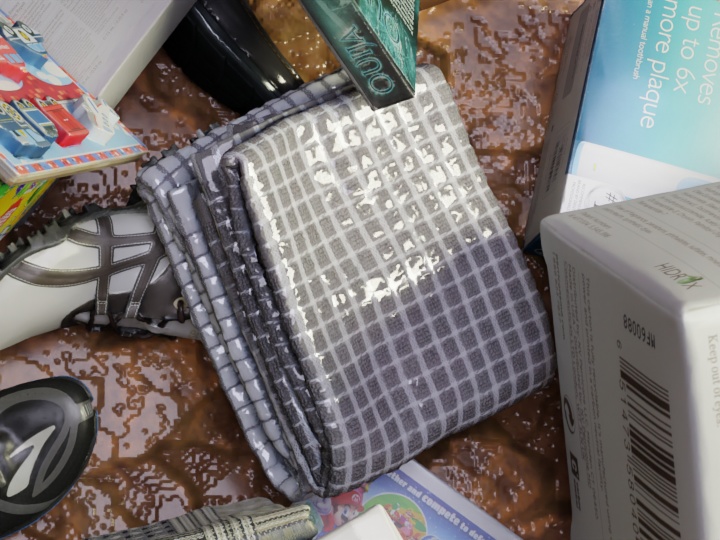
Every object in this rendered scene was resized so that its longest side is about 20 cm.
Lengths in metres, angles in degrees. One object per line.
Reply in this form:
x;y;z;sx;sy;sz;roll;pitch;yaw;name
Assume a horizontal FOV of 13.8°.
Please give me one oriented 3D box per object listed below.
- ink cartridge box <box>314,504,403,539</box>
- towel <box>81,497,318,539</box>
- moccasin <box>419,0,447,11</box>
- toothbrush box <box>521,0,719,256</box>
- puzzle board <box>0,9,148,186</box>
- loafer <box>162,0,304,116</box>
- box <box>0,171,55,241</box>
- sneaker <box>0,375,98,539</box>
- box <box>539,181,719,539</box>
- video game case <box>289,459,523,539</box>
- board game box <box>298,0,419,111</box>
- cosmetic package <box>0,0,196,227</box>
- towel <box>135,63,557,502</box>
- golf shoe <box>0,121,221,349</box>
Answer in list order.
-0.070;0.186;1.445;0.176;0.200;0.045;-30;85;-15;ink cartridge box
-0.121;0.140;1.461;0.192;0.200;0.035;-15;87;-7;towel
0.100;-0.211;1.642;0.201;0.078;0.074;-21;83;-14;moccasin
0.205;-0.061;1.628;0.200;0.085;0.147;16;77;-8;toothbrush box
-0.183;-0.103;1.426;0.151;0.200;0.017;44;102;6;puzzle board
-0.088;-0.163;1.603;0.072;0.073;0.200;-39;89;-20;loafer
-0.261;-0.020;1.444;0.122;0.193;0.200;42;98;0;box
-0.222;0.113;1.511;0.200;0.083;0.071;-23;84;-15;sneaker
0.206;0.070;1.477;0.171;0.200;0.199;-11;108;-13;box
-0.003;0.199;1.569;0.143;0.018;0.200;36;75;-1;video game case
-0.024;-0.194;1.488;0.028;0.200;0.135;-17;43;21;board game box
-0.153;-0.124;1.547;0.083;0.051;0.200;40;100;5;cosmetic package
0.000;0.000;1.540;0.166;0.086;0.200;-26;98;-32;towel
-0.125;0.007;1.556;0.200;0.078;0.095;-32;86;-14;golf shoe
